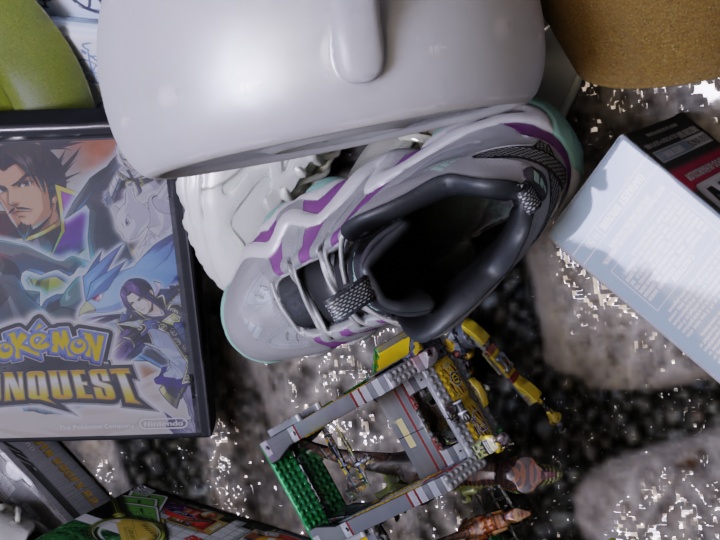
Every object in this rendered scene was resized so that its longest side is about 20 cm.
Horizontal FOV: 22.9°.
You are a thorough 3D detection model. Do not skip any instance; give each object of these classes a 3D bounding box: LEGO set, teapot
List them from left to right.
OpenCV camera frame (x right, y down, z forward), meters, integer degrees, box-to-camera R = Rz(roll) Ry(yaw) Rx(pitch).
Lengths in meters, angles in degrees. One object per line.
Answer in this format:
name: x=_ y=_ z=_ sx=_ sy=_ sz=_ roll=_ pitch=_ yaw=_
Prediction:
teapot: x=-0.022 y=-0.123 z=0.718 sx=0.199 sy=0.197 sz=0.147 roll=-9 pitch=93 yaw=37
LEGO set: x=0.058 y=0.102 z=0.824 sx=0.116 sy=0.153 sz=0.201 roll=-32 pitch=78 yaw=45

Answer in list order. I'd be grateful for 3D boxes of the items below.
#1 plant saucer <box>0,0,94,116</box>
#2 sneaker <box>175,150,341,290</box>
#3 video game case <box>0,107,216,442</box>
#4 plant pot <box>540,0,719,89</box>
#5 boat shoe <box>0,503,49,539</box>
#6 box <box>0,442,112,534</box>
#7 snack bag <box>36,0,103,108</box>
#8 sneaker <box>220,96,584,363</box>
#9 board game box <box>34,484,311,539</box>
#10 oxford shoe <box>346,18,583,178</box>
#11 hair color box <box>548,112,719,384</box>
plant saucer: x=-0.234 y=-0.099 z=0.937 sx=0.199 sy=0.031 sz=0.201 roll=17 pitch=140 yaw=15
sneaker: x=-0.032 y=-0.077 z=0.876 sx=0.099 sy=0.078 sz=0.202 roll=10 pitch=106 yaw=20
video game case: x=-0.182 y=0.006 z=0.925 sx=0.198 sy=0.026 sz=0.182 roll=-1 pitch=115 yaw=5
plant pot: x=0.118 y=-0.184 z=0.734 sx=0.185 sy=0.186 sz=0.202 roll=-1 pitch=113 yaw=26
boat shoe: x=-0.193 y=0.160 z=0.956 sx=0.066 sy=0.072 sz=0.200 roll=-38 pitch=65 yaw=-6
box: x=-0.224 y=0.160 z=1.034 sx=0.200 sy=0.048 sz=0.159 roll=44 pitch=116 yaw=12
snack bag: x=-0.184 y=-0.129 z=0.915 sx=0.187 sy=0.021 sz=0.201 roll=6 pitch=135 yaw=25
sneaker: x=0.000 y=0.000 z=0.778 sx=0.199 sy=0.140 sz=0.078 roll=-34 pitch=99 yaw=25
board game box: x=-0.060 y=0.160 z=0.921 sx=0.199 sy=0.105 sz=0.024 roll=14 pitch=108 yaw=22
oxford shoe: x=0.048 y=-0.072 z=0.848 sx=0.075 sy=0.058 sz=0.201 roll=41 pitch=114 yaw=15
hair color box: x=0.187 y=0.019 z=0.773 sx=0.200 sy=0.099 sz=0.061 roll=42 pitch=114 yaw=13
